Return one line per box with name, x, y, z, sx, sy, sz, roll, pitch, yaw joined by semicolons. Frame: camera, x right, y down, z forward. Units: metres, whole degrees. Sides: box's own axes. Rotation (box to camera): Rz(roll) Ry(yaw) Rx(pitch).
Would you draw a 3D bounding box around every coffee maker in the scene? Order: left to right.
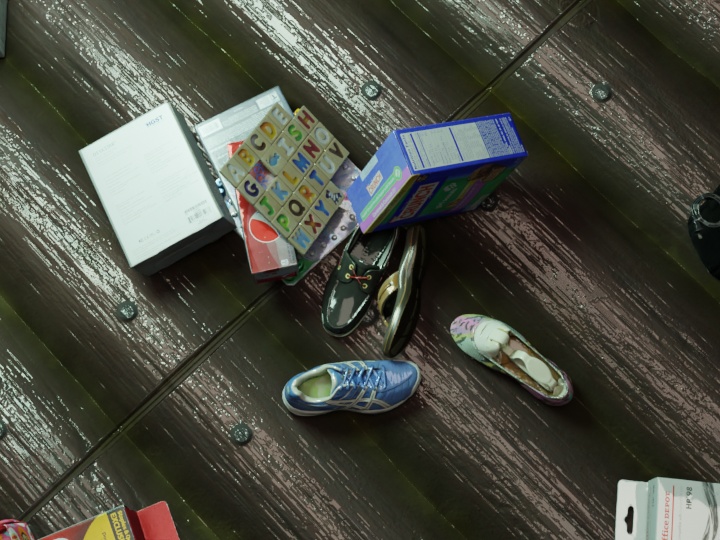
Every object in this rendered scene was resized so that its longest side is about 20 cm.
coffee maker;0.528;-0.075;1.667;0.191;0.200;0.135;2;72;-1

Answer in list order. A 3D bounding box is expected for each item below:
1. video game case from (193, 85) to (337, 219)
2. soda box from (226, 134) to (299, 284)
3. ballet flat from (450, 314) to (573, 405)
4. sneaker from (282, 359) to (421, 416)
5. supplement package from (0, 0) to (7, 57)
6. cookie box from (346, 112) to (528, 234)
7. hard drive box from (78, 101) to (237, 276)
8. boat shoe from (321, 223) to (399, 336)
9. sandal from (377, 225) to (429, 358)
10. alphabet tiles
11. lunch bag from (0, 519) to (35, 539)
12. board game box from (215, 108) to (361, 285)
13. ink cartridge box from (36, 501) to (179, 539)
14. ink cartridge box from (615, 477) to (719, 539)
video game case;-0.141;-0.159;1.772;0.143;0.019;0.200;-26;77;-6
soda box;-0.140;-0.087;1.711;0.070;0.063;0.201;-11;75;-3
ballet flat;0.217;0.120;1.687;0.200;0.071;0.069;36;79;10
sneaker;-0.011;0.165;1.677;0.199;0.077;0.076;-11;73;-3
supplement package;-0.631;-0.443;1.818;0.151;0.151;0.201;-2;75;1
cookie box;0.105;-0.136;1.674;0.200;0.171;0.075;-12;71;-29
hard drive box;-0.295;-0.119;1.747;0.156;0.077;0.200;-27;76;5
boat shoe;-0.003;-0.001;1.731;0.074;0.063;0.202;25;78;5
sandal;0.054;0.029;1.715;0.054;0.082;0.201;5;76;20
alphabet tiles;-0.093;-0.143;1.708;0.167;0.008;0.200;45;50;-14
lunch bag;-0.517;0.399;1.561;0.176;0.200;0.082;-28;80;-7
board game box;-0.099;-0.113;1.781;0.200;0.026;0.200;-42;78;-10
ink cartridge box;-0.319;0.427;1.608;0.175;0.084;0.200;-22;75;-5
ink cartridge box;0.452;0.346;1.622;0.199;0.067;0.116;5;76;3
